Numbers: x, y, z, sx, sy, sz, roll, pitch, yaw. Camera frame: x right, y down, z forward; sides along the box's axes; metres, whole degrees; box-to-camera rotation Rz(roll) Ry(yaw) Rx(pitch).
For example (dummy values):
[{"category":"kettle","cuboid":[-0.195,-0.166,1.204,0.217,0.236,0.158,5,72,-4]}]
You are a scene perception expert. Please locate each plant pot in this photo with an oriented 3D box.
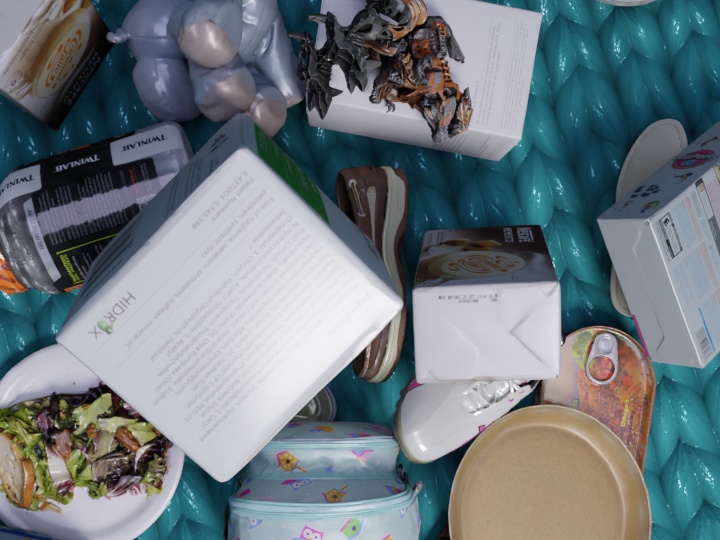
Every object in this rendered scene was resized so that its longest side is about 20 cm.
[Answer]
[{"category":"plant pot","cuboid":[0.171,0.226,0.923,0.197,0.027,0.203,3,78,-13]}]

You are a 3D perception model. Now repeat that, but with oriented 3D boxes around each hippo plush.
[{"category":"hippo plush","cuboid":[-0.157,-0.208,0.916,0.159,0.159,0.202,-4,107,26]}]

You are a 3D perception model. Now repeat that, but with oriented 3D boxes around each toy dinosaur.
[{"category":"toy dinosaur","cuboid":[0.016,-0.195,0.855,0.135,0.102,0.201,-32,74,-25]}]

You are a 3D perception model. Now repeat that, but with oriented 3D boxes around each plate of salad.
[{"category":"plate of salad","cuboid":[-0.266,0.168,0.952,0.197,0.048,0.203,0,86,-2]}]

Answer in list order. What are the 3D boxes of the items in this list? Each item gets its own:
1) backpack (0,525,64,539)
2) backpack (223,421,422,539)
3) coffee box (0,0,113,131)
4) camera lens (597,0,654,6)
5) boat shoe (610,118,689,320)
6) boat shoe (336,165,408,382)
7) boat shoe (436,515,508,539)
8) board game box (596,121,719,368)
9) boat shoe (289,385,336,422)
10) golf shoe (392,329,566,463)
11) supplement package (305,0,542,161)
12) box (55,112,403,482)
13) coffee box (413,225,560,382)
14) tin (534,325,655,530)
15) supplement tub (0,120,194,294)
[{"category":"backpack","cuboid":[-0.320,0.310,0.904,0.198,0.154,0.165,9,83,-12]},{"category":"backpack","cuboid":[-0.032,0.210,0.874,0.173,0.200,0.155,1,95,-2]},{"category":"coffee box","cuboid":[-0.296,-0.210,0.898,0.079,0.200,0.115,33,86,-1]},{"category":"camera lens","cuboid":[0.265,-0.346,0.928,0.158,0.200,0.162,0,87,-2]},{"category":"boat shoe","cuboid":[0.291,-0.046,0.981,0.059,0.071,0.202,24,71,-42]},{"category":"boat shoe","cuboid":[-0.002,0.001,0.949,0.074,0.075,0.205,7,75,-20]},{"category":"boat shoe","cuboid":[0.098,0.311,0.956,0.075,0.074,0.204,38,77,-35]},{"category":"board game box","cuboid":[0.319,-0.030,0.919,0.199,0.064,0.149,-34,110,-29]},{"category":"boat shoe","cuboid":[-0.110,0.092,0.955,0.199,0.062,0.072,34,86,-1]},{"category":"golf shoe","cuboid":[0.106,0.099,0.903,0.199,0.092,0.073,-36,94,-40]},{"category":"supplement package","cuboid":[0.054,-0.188,0.950,0.197,0.121,0.121,10,86,-2]},{"category":"box","cuboid":[-0.101,0.011,0.801,0.200,0.199,0.171,-43,106,6]},{"category":"coffee box","cuboid":[0.107,0.023,0.864,0.113,0.200,0.081,-2,105,8]},{"category":"tin","cuboid":[0.219,0.154,0.977,0.111,0.042,0.203,11,87,-6]},{"category":"supplement tub","cuboid":[-0.243,-0.053,0.929,0.198,0.123,0.124,-17,87,-4]}]
